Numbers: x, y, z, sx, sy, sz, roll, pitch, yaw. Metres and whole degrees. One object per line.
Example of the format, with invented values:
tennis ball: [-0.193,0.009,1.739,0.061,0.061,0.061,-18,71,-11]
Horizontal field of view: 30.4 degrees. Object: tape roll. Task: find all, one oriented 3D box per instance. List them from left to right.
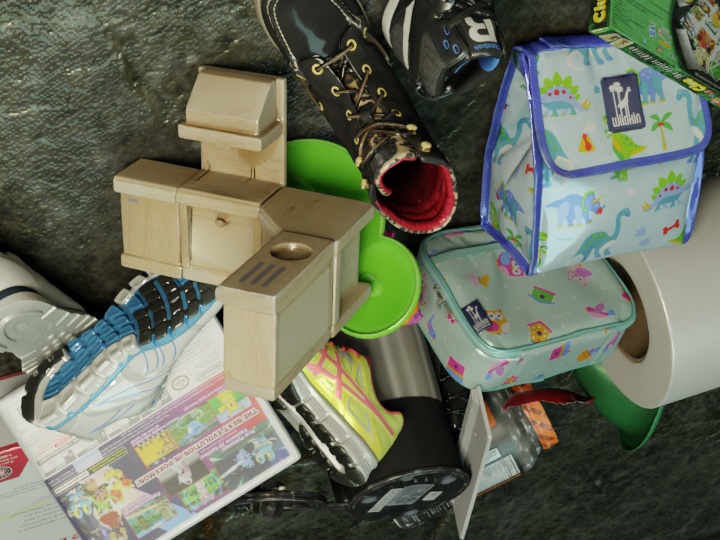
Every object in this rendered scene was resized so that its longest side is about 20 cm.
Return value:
tape roll: [0.316,0.021,1.307,0.139,0.203,0.203,-15,143,-13]

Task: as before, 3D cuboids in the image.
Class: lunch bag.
lunch bag: [0.145,0.022,1.248,0.200,0.160,0.077,-10,147,-29]
lunch bag: [0.205,-0.112,1.152,0.170,0.127,0.200,-11,122,-19]

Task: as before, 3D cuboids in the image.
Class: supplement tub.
supplement tub: [0.108,0.190,1.459,0.200,0.123,0.123,-27,144,2]

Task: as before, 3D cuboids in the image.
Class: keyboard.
keyboard: [0.103,0.184,1.246,0.011,0.056,0.200,-9,144,-11]

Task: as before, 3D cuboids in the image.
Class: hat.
hat: [0.236,0.100,1.453,0.176,0.166,0.200,13,169,-3]

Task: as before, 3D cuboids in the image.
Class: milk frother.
milk frother: [-0.026,0.139,1.254,0.200,0.188,0.180,15,139,-43]

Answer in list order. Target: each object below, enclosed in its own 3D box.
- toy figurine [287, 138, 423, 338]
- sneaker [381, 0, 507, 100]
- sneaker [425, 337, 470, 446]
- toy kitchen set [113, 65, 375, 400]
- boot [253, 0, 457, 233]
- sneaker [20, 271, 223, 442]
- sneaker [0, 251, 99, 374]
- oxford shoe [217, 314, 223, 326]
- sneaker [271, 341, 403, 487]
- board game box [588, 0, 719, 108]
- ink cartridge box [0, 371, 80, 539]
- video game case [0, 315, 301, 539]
toy figurine: [0.000,0.000,1.132,0.150,0.200,0.184,-54,154,2]
sneaker: [0.082,-0.210,0.955,0.073,0.112,0.200,-8,141,-24]
sneaker: [0.094,0.119,1.336,0.076,0.091,0.200,-1,104,-3]
toy kitchen set: [-0.112,-0.040,0.949,0.200,0.180,0.163,11,117,19]
boot: [0.001,-0.124,0.980,0.073,0.151,0.200,-29,143,3]
sneaker: [-0.180,0.070,1.092,0.200,0.075,0.087,-37,136,10]
sneaker: [-0.274,0.027,1.082,0.076,0.081,0.200,-38,165,-8]
oxford shoe: [-0.125,0.073,1.223,0.084,0.073,0.200,24,119,-36]
sneaker: [-0.038,0.089,1.169,0.090,0.200,0.078,-37,-177,-30]
board game box: [0.253,-0.209,1.074,0.023,0.105,0.200,-4,164,45]
ink cartridge box: [-0.295,0.183,1.245,0.146,0.083,0.200,-16,143,-13]
video game case: [-0.182,0.138,1.147,0.200,0.182,0.023,-31,-172,-4]
